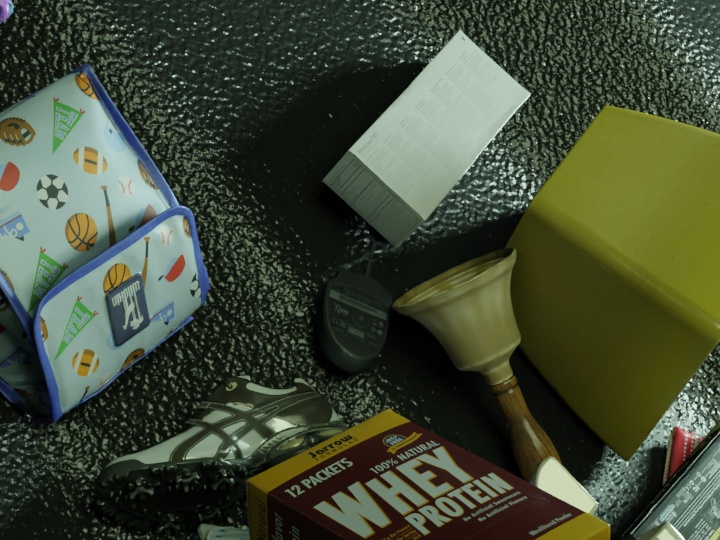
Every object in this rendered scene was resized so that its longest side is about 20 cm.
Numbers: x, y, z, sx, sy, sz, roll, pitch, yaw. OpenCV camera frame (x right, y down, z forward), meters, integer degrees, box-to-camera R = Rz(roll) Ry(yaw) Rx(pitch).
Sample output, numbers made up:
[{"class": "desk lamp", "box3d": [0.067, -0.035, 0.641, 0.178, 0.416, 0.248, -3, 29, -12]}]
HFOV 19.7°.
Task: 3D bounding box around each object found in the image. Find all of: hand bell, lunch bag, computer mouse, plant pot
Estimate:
[{"class": "hand bell", "box3d": [0.112, 0.095, 1.590, 0.104, 0.104, 0.200, -29, 97, -35]}, {"class": "lunch bag", "box3d": [-0.214, -0.016, 1.458, 0.170, 0.124, 0.200, -38, 103, -37]}, {"class": "computer mouse", "box3d": [0.000, 0.000, 1.615, 0.059, 0.034, 0.200, 25, 50, -15]}, {"class": "plant pot", "box3d": [0.215, -0.009, 1.635, 0.176, 0.200, 0.200, 35, 54, 6]}]

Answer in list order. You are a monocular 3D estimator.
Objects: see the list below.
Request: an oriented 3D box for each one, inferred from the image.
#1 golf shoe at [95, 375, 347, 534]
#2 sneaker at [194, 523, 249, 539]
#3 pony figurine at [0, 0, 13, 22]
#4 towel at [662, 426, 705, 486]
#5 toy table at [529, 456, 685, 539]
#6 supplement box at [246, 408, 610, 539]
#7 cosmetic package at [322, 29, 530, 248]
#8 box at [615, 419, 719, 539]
[{"class": "golf shoe", "box3d": [-0.105, 0.126, 1.476, 0.200, 0.078, 0.095, -6, 51, -31]}, {"class": "sneaker", "box3d": [-0.069, 0.201, 1.449, 0.200, 0.075, 0.087, -23, 59, -41]}, {"class": "pony figurine", "box3d": [-0.352, -0.184, 1.468, 0.200, 0.167, 0.193, 15, 50, -2]}, {"class": "towel", "box3d": [0.329, 0.221, 1.670, 0.200, 0.022, 0.145, 23, 56, -15]}, {"class": "toy table", "box3d": [0.162, 0.242, 1.494, 0.117, 0.184, 0.200, -41, 97, -19]}, {"class": "supplement box", "box3d": [0.042, 0.231, 1.349, 0.133, 0.198, 0.200, -24, 34, -37]}, {"class": "cosmetic package", "box3d": [0.055, -0.108, 1.669, 0.083, 0.051, 0.200, 44, 46, -3]}, {"class": "box", "box3d": [0.304, 0.213, 1.614, 0.161, 0.049, 0.200, 45, 50, 4]}]
